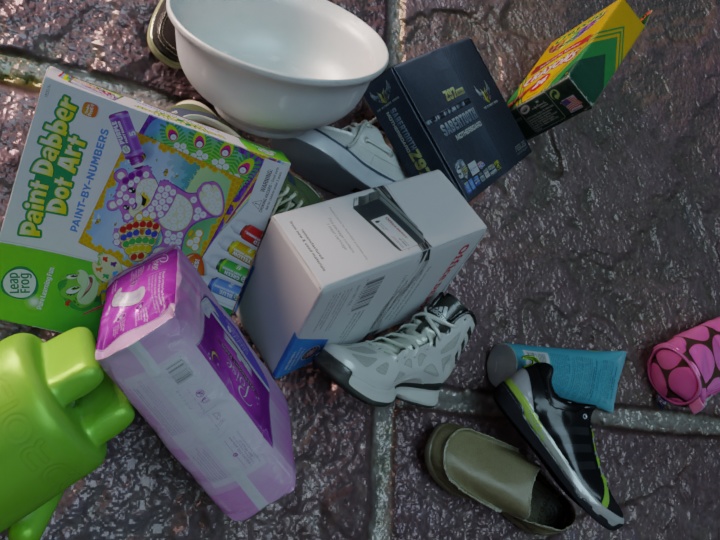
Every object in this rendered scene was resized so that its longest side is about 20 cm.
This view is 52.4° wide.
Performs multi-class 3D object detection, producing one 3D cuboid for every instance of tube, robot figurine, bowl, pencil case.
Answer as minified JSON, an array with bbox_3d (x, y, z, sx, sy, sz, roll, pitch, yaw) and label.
[{"bbox_3d":[0.241,0.123,0.865,0.199,0.050,0.078,12,96,-29],"label":"tube"},{"bbox_3d":[-0.267,0.124,0.524,0.199,0.116,0.176,-33,126,-10],"label":"robot figurine"},{"bbox_3d":[-0.081,-0.184,0.668,0.200,0.091,0.202,13,38,-11],"label":"bowl"},{"bbox_3d":[0.473,0.117,0.973,0.199,0.091,0.094,-18,53,-29],"label":"pencil case"}]

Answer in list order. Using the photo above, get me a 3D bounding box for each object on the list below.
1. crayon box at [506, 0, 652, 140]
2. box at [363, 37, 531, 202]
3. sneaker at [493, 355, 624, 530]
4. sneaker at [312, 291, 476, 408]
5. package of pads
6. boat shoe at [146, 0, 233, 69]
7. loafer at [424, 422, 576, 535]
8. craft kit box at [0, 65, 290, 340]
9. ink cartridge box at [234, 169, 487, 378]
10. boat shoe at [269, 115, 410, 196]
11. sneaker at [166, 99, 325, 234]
[{"bbox_3d":[0.270,-0.258,0.917,0.051,0.127,0.200,45,61,-13],"label":"crayon box"},{"bbox_3d":[0.103,-0.165,0.814,0.200,0.051,0.158,-36,97,-50],"label":"box"},{"bbox_3d":[0.225,0.178,0.768,0.083,0.072,0.200,-38,89,-2],"label":"sneaker"},{"bbox_3d":[0.040,0.063,0.694,0.200,0.075,0.116,19,103,-56],"label":"sneaker"},{"bbox_3d":[-0.125,0.091,0.586,0.075,0.121,0.201,-27,121,3],"label":"package of pads"},{"bbox_3d":[-0.140,-0.286,0.729,0.073,0.065,0.201,37,64,-18],"label":"boat shoe"},{"bbox_3d":[0.155,0.222,0.782,0.199,0.067,0.076,32,63,-22],"label":"loafer"},{"bbox_3d":[-0.184,-0.035,0.602,0.196,0.049,0.201,17,107,-22],"label":"craft kit box"},{"bbox_3d":[0.000,0.000,0.681,0.199,0.145,0.084,-20,64,-36],"label":"ink cartridge box"},{"bbox_3d":[0.001,-0.126,0.769,0.201,0.074,0.087,24,69,-26],"label":"boat shoe"},{"bbox_3d":[-0.105,-0.079,0.680,0.200,0.090,0.067,40,98,-13],"label":"sneaker"}]
